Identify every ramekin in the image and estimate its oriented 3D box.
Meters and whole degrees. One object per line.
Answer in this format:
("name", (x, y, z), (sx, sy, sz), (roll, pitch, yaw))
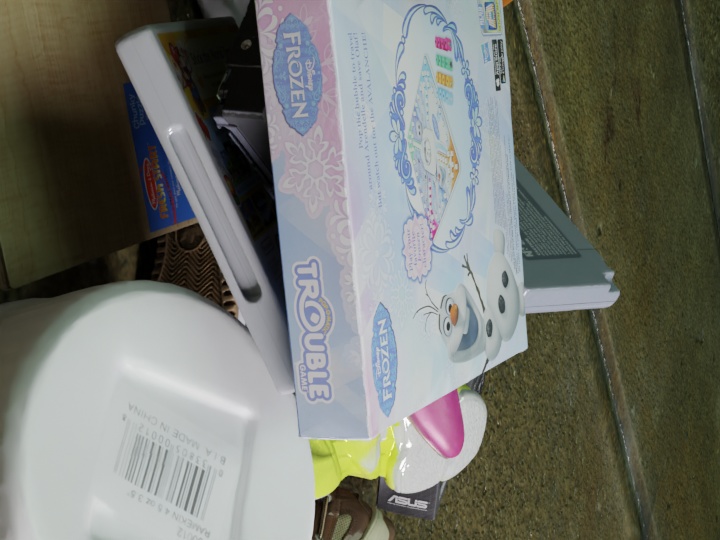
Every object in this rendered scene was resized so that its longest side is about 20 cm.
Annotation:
("ramekin", (-0.113, 0.101, 0.675), (0.200, 0.097, 0.202), (20, 62, -42))

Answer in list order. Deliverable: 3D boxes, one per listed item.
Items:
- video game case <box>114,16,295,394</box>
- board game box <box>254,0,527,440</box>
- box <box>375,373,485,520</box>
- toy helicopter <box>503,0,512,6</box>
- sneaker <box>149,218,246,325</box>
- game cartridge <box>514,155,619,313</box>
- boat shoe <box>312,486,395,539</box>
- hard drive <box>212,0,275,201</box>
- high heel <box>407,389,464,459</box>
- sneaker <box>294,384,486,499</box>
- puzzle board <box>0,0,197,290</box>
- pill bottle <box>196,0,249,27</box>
("video game case", (-0.056, -0.044, 0.760), (0.200, 0.023, 0.183), (-59, 125, -77))
("board game box", (0.023, -0.038, 0.719), (0.199, 0.043, 0.202), (-19, 105, -62))
("box", (0.063, 0.068, 1.115), (0.200, 0.048, 0.160), (-61, 159, -58))
("toy helicopter", (0.100, -0.249, 1.101), (0.079, 0.199, 0.133), (13, 60, -64))
("sneaker", (-0.076, 0.004, 0.867), (0.108, 0.070, 0.202), (23, 65, -61))
("game cartridge", (0.098, -0.043, 1.112), (0.133, 0.200, 0.041), (2, 132, -43))
("boat shoe", (-0.055, 0.221, 0.929), (0.075, 0.075, 0.203), (42, 49, -12))
("hard drive", (-0.005, -0.128, 0.756), (0.140, 0.038, 0.201), (53, 50, -54))
("high heel", (0.042, 0.002, 0.827), (0.067, 0.095, 0.201), (21, 47, -76))
("sneaker", (-0.014, 0.087, 0.891), (0.199, 0.105, 0.076), (2, 108, -45))
("puzzle board", (-0.150, -0.106, 0.743), (0.150, 0.017, 0.202), (-25, 109, -52))
("pill bottle", (-0.022, -0.227, 0.941), (0.201, 0.113, 0.114), (-66, 145, -42))
